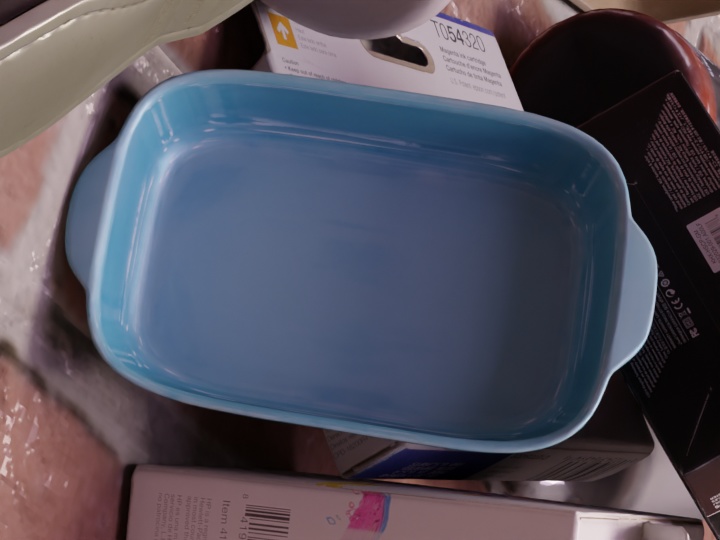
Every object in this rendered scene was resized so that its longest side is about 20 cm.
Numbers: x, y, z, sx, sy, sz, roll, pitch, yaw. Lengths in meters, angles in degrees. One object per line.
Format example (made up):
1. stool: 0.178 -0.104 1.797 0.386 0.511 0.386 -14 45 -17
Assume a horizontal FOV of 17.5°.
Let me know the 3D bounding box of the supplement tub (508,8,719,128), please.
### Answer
1. supplement tub: 0.147 -0.047 1.113 0.200 0.106 0.108 25 73 -59

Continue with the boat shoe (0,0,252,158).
1. boat shoe: -0.092 -0.092 0.732 0.201 0.061 0.072 -36 169 -44

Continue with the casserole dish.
1. casserole dish: 0.000 0.000 0.797 0.039 0.198 0.122 90 9 -72

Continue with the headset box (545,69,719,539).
1. headset box: 0.145 0.045 0.883 0.149 0.077 0.200 65 6 36

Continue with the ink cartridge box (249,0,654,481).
1. ink cartridge box: 0.024 -0.015 0.918 0.196 0.043 0.201 9 55 -56

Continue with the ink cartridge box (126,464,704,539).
1. ink cartridge box: 0.028 0.142 0.830 0.125 0.199 0.130 12 83 -62

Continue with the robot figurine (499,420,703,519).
1. robot figurine: 0.146 0.057 1.068 0.199 0.113 0.170 -3 132 -30

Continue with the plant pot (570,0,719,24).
1. plant pot: 0.164 -0.234 1.051 0.199 0.199 0.178 22 62 -59

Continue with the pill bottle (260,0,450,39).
1. pill bottle: 0.027 -0.184 0.874 0.200 0.112 0.113 -56 139 -42
